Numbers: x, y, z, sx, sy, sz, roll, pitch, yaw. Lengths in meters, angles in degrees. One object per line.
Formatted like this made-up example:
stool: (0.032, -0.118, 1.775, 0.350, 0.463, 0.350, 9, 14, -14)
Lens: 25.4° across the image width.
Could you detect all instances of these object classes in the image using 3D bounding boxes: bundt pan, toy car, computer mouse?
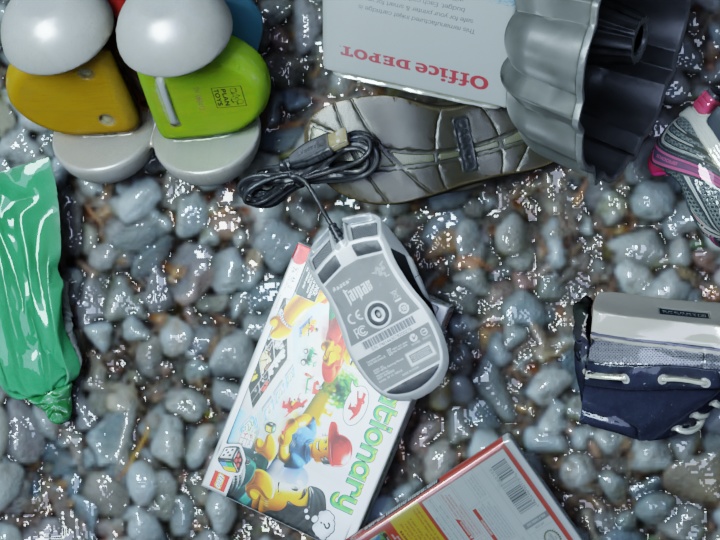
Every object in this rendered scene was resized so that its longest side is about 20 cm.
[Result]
bundt pan: (0.156, -0.164, 1.086, 0.075, 0.202, 0.203, 17, 93, 24)
toy car: (-0.158, -0.163, 1.188, 0.198, 0.176, 0.151, 2, 53, 13)
computer mouse: (0.000, 0.000, 1.152, 0.109, 0.044, 0.201, -27, 89, 17)

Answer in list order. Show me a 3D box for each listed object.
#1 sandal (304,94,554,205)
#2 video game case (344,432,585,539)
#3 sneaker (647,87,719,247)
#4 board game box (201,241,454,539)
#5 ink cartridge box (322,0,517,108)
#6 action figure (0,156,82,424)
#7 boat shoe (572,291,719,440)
sandal: (0.059, -0.097, 1.179, 0.198, 0.055, 0.082, -11, 93, -2)
video game case: (0.067, 0.230, 1.169, 0.199, 0.017, 0.143, -34, 97, 10)
sneaker: (0.282, -0.030, 1.114, 0.075, 0.080, 0.201, -43, 66, 25)
board game box: (-0.025, 0.095, 1.200, 0.126, 0.035, 0.201, 22, 94, 11)
ink cartridge box: (0.052, -0.225, 1.109, 0.144, 0.088, 0.201, 14, 132, 14)
action figure: (-0.264, 0.025, 1.247, 0.117, 0.055, 0.201, -16, 93, 11)
boat shoe: (0.246, 0.075, 1.129, 0.198, 0.075, 0.093, 8, 108, 12)
